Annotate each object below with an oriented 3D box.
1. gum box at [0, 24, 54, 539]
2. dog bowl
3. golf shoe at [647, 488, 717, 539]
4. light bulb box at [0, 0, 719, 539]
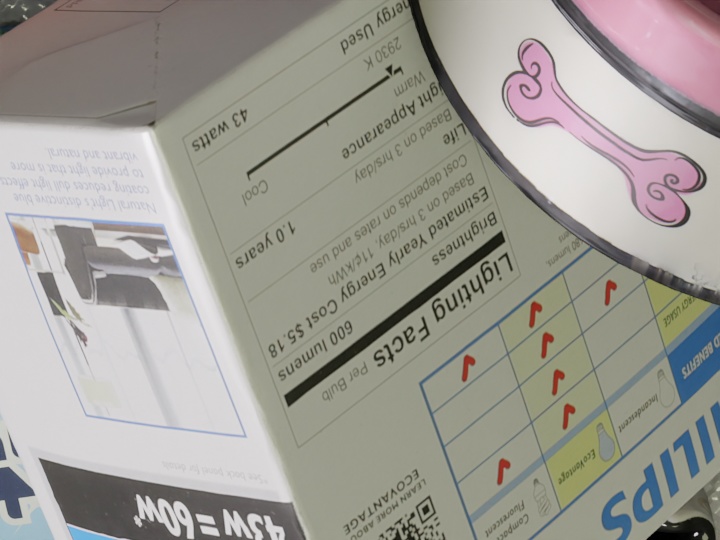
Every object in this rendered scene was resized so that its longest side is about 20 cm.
[{"bbox_3d":[-0.129,0.010,0.874,0.200,0.045,0.170,-8,113,1],"label":"gum box"},{"bbox_3d":[0.116,-0.089,0.691,0.200,0.200,0.074,12,145,-7],"label":"dog bowl"},{"bbox_3d":[0.032,0.125,0.877,0.200,0.094,0.078,-44,113,-3],"label":"golf shoe"},{"bbox_3d":[0.000,0.000,0.781,0.125,0.198,0.200,6,123,46],"label":"light bulb box"}]
